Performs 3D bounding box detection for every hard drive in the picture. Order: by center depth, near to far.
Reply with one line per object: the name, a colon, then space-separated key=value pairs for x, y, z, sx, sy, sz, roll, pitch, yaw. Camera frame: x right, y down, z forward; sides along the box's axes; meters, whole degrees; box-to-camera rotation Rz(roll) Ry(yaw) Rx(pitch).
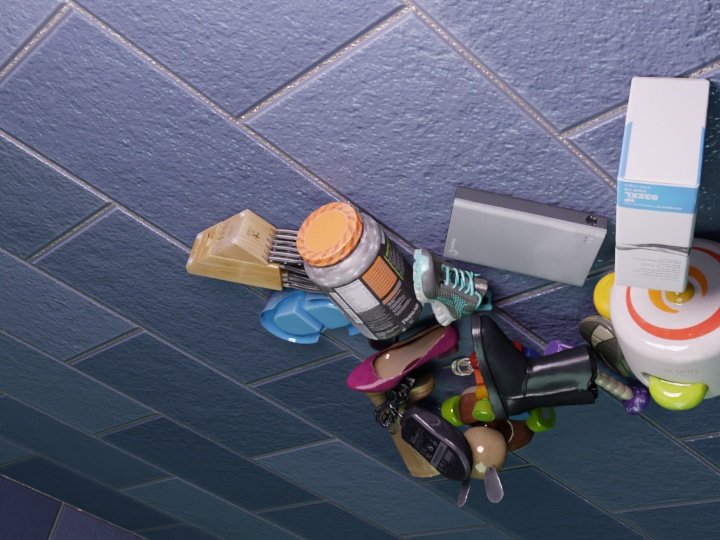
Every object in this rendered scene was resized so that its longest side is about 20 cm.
hard drive: x=0.215 y=-0.045 z=1.354 sx=0.199 sy=0.033 sz=0.140 roll=13 pitch=149 yaw=5

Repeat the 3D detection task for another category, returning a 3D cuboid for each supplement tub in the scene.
supplement tub: x=0.000 y=0.000 z=1.434 sx=0.122 sy=0.123 sz=0.200 roll=-6 pitch=143 yaw=31

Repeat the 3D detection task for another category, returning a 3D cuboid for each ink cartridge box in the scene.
ink cartridge box: x=0.330 y=-0.091 z=1.118 sx=0.083 sy=0.146 sz=0.200 roll=6 pitch=148 yaw=16

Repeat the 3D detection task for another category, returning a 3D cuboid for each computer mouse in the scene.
computer mouse: x=0.121 y=0.271 z=1.721 sx=0.200 sy=0.053 sz=0.139 roll=42 pitch=139 yaw=15

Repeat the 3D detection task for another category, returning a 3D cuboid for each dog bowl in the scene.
dog bowl: x=-0.074 y=0.063 z=1.640 sx=0.199 sy=0.050 sz=0.111 roll=-15 pitch=138 yaw=39

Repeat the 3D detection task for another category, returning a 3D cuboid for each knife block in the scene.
knife block: x=-0.142 y=-0.011 z=1.535 sx=0.175 sy=0.064 sz=0.199 roll=36 pitch=143 yaw=-30

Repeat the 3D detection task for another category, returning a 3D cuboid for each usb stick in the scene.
usb stick: x=0.037 y=0.075 z=1.628 sx=0.055 sy=0.033 sz=0.200 roll=16 pitch=150 yaw=11

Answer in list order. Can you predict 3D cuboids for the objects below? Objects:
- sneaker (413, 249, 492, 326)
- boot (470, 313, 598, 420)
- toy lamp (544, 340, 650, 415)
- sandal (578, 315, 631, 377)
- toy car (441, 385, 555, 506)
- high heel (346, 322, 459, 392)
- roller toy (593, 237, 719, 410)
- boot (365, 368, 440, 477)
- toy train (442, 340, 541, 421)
sneaker: x=0.135 y=0.018 z=1.452 sx=0.091 sy=0.078 sz=0.200 roll=-8 pitch=159 yaw=20
boot: x=0.261 y=0.131 z=1.504 sx=0.167 sy=0.077 sz=0.201 roll=-14 pitch=122 yaw=11
toy lamp: x=0.373 y=0.168 z=1.608 sx=0.199 sy=0.059 sz=0.058 roll=32 pitch=145 yaw=-25
sandal: x=0.375 y=0.102 z=1.503 sx=0.080 sy=0.057 sz=0.201 roll=43 pitch=180 yaw=26
toy car: x=0.228 y=0.316 z=1.769 sx=0.157 sy=0.201 sz=0.164 roll=32 pitch=146 yaw=-26
high heel: x=0.063 y=0.133 z=1.628 sx=0.199 sy=0.068 sz=0.096 roll=-25 pitch=151 yaw=-1
roller toy: x=0.414 y=0.056 z=1.288 sx=0.182 sy=0.201 sz=0.140 roll=-31 pitch=138 yaw=4
boot: x=0.109 y=0.276 z=1.814 sx=0.175 sy=0.066 sz=0.201 roll=-10 pitch=114 yaw=53
toy train: x=0.206 y=0.196 z=1.667 sx=0.199 sy=0.116 sz=0.085 roll=-17 pitch=136 yaw=42
